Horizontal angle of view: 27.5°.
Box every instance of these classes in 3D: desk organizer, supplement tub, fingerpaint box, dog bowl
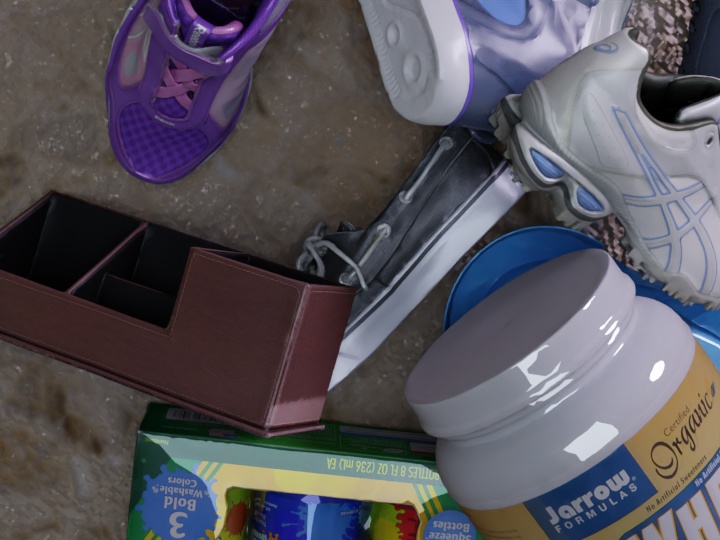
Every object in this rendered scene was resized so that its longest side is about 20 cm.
[{"bbox_3d":[-0.109,0.017,0.764,0.200,0.072,0.077,17,94,21],"label":"desk organizer"},{"bbox_3d":[0.128,0.104,0.734,0.145,0.145,0.200,-37,102,3],"label":"supplement tub"},{"bbox_3d":[-0.032,0.172,0.825,0.200,0.073,0.167,7,98,-3],"label":"fingerpaint box"},{"bbox_3d":[0.140,0.047,0.827,0.200,0.050,0.112,25,96,-5],"label":"dog bowl"}]

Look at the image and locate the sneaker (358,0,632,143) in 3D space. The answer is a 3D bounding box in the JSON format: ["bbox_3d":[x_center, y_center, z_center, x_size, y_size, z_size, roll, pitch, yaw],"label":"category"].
[{"bbox_3d":[0.074,-0.166,0.791,0.146,0.081,0.200,-3,72,-30],"label":"sneaker"}]

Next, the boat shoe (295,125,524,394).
[{"bbox_3d":[0.000,0.000,0.802,0.068,0.074,0.199,45,92,-4],"label":"boat shoe"}]

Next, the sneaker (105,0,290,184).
[{"bbox_3d":[-0.082,-0.121,0.752,0.080,0.088,0.200,25,122,-10],"label":"sneaker"}]

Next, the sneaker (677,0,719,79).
[{"bbox_3d":[0.189,-0.160,0.789,0.146,0.077,0.202,48,127,20],"label":"sneaker"}]

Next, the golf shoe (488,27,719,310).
[{"bbox_3d":[0.162,-0.048,0.747,0.097,0.078,0.200,-42,133,22],"label":"golf shoe"}]
